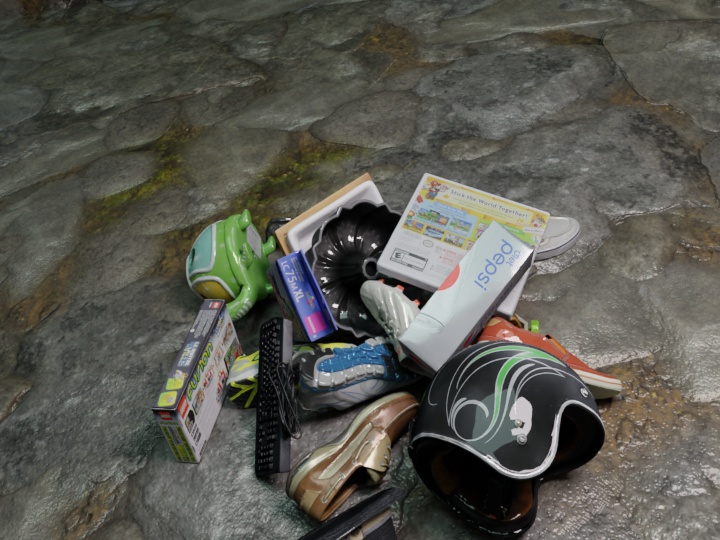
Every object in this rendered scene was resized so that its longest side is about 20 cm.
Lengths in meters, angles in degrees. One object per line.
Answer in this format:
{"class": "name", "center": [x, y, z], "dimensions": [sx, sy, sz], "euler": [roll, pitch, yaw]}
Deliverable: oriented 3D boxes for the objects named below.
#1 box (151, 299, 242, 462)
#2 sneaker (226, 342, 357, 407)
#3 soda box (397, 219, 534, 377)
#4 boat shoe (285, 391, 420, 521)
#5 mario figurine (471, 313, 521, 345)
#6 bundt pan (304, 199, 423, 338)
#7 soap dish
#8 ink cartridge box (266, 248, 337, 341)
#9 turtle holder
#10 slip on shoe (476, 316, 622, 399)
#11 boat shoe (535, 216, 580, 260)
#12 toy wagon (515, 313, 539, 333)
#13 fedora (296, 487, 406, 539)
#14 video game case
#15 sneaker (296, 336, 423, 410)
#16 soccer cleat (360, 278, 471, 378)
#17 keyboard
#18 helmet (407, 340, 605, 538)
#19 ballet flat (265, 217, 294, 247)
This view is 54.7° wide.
{"class": "box", "center": [-0.222, 0.149, 0.973], "dimensions": [0.034, 0.112, 0.202], "euler": [0, 40, 13]}
{"class": "sneaker", "center": [-0.097, 0.130, 0.996], "dimensions": [0.195, 0.077, 0.077], "euler": [-11, 39, -2]}
{"class": "soda box", "center": [0.135, 0.039, 0.883], "dimensions": [0.068, 0.064, 0.201], "euler": [37, 80, 19]}
{"class": "boat shoe", "center": [0.003, 0.233, 0.858], "dimensions": [0.198, 0.076, 0.074], "euler": [-35, 55, -22]}
{"class": "mario figurine", "center": [0.163, 0.026, 1.016], "dimensions": [0.121, 0.107, 0.202], "euler": [13, 40, -30]}
{"class": "bundt pan", "center": [0.000, 0.000, 1.050], "dimensions": [0.200, 0.205, 0.075], "euler": [-34, 12, -27]}
{"class": "soap dish", "center": [-0.034, -0.040, 1.125], "dimensions": [0.199, 0.160, 0.081], "euler": [-35, 17, -28]}
{"class": "ink cartridge box", "center": [-0.088, 0.040, 0.986], "dimensions": [0.041, 0.121, 0.200], "euler": [-23, 1, -16]}
{"class": "turtle holder", "center": [-0.210, 0.008, 1.141], "dimensions": [0.129, 0.141, 0.189], "euler": [-19, 77, 13]}
{"class": "slip on shoe", "center": [0.244, 0.114, 0.892], "dimensions": [0.196, 0.074, 0.062], "euler": [21, 65, 0]}
{"class": "boat shoe", "center": [0.274, -0.062, 1.134], "dimensions": [0.196, 0.071, 0.071], "euler": [-14, 41, -12]}
{"class": "toy wagon", "center": [0.179, 0.096, 0.999], "dimensions": [0.152, 0.040, 0.202], "euler": [1, 40, 14]}
{"class": "fedora", "center": [-0.020, 0.313, 0.727], "dimensions": [0.198, 0.201, 0.093], "euler": [-25, 77, -17]}
{"class": "video game case", "center": [0.147, -0.040, 0.981], "dimensions": [0.196, 0.023, 0.184], "euler": [20, 60, 17]}
{"class": "sneaker", "center": [-0.002, 0.149, 0.955], "dimensions": [0.196, 0.088, 0.075], "euler": [-2, 40, -27]}
{"class": "soccer cleat", "center": [0.063, 0.085, 0.946], "dimensions": [0.199, 0.070, 0.077], "euler": [37, 67, 26]}
{"class": "keyboard", "center": [-0.117, 0.155, 0.894], "dimensions": [0.103, 0.039, 0.204], "euler": [-24, 60, 45]}
{"class": "helmet", "center": [0.167, 0.176, 0.792], "dimensions": [0.197, 0.203, 0.191], "euler": [20, 48, 33]}
{"class": "ballet flat", "center": [-0.077, -0.061, 1.250], "dimensions": [0.195, 0.058, 0.066], "euler": [4, -2, 16]}
